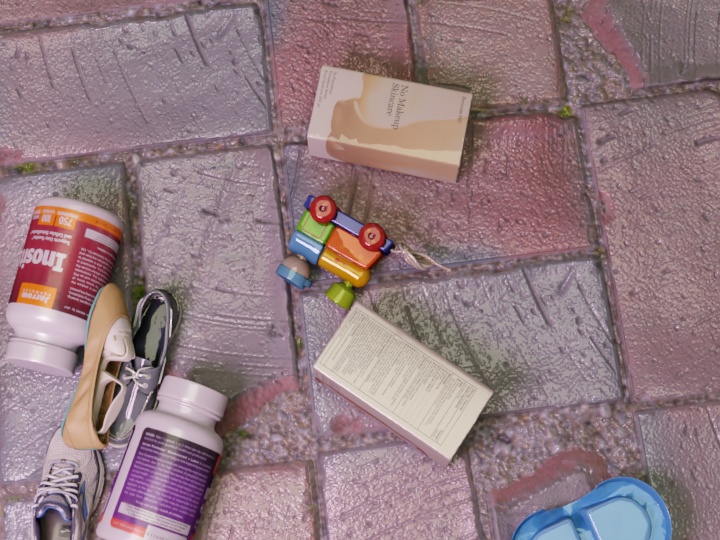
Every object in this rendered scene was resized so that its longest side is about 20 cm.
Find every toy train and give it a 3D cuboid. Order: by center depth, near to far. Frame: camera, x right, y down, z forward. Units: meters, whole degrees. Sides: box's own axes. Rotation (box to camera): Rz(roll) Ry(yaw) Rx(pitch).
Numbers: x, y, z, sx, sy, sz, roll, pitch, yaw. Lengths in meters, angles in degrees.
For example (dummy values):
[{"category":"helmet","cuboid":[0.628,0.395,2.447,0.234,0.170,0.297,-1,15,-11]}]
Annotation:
[{"category":"toy train","cuboid":[0.000,0.000,1.588,0.199,0.085,0.117,30,88,7]}]

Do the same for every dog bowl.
[{"category":"dog bowl","cuboid":[0.268,0.322,1.517,0.198,0.050,0.112,-23,77,-6]}]

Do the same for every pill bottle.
[{"category":"pill bottle","cuboid":[-0.227,0.233,1.510,0.110,0.112,0.202,18,77,5]},{"category":"pill bottle","cuboid":[-0.366,0.021,1.563,0.112,0.113,0.202,11,76,3]}]

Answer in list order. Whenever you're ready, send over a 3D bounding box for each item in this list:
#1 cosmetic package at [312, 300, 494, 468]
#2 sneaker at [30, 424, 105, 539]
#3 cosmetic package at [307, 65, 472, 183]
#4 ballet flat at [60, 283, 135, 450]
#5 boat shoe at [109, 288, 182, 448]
[{"category":"cosmetic package","cuboid":[0.050,0.139,1.544,0.199,0.087,0.104,34,77,10]},{"category":"sneaker","cuboid":[-0.348,0.274,1.509,0.076,0.085,0.202,-1,67,0]},{"category":"cosmetic package","cuboid":[0.038,-0.186,1.635,0.197,0.071,0.107,10,76,3]},{"category":"ballet flat","cuboid":[-0.300,0.118,1.529,0.062,0.069,0.202,10,82,22]},{"category":"boat shoe","cuboid":[-0.274,0.116,1.565,0.072,0.062,0.202,18,77,4]}]
